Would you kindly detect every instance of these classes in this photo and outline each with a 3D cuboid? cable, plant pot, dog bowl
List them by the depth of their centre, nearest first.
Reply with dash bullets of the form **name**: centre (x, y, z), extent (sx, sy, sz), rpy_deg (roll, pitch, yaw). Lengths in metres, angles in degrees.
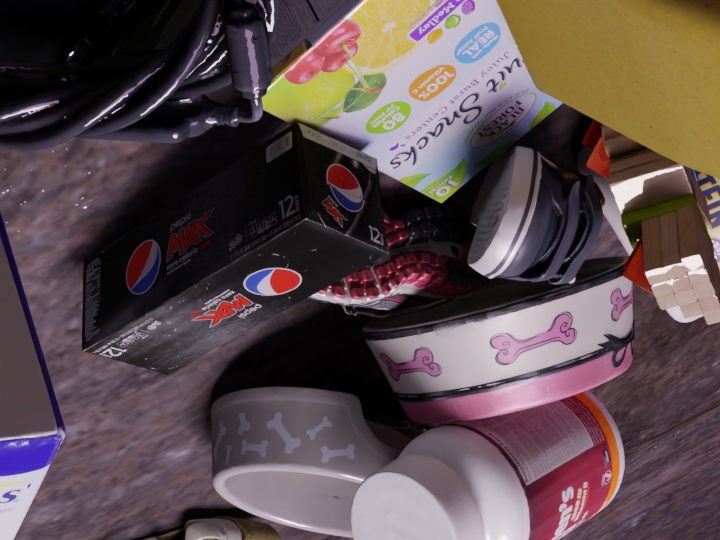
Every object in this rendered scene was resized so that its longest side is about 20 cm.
- **cable**: centre (-0.130, -0.126, 0.594), extent (0.198, 0.051, 0.164), rpy_deg (6, 129, 1)
- **plant pot**: centre (0.200, -0.155, 0.706), extent (0.196, 0.200, 0.194), rpy_deg (-48, 150, -4)
- **dog bowl**: centre (0.104, 0.050, 1.023), extent (0.198, 0.075, 0.200), rpy_deg (-15, -176, 1)
- **dog bowl**: centre (-0.022, 0.152, 1.096), extent (0.198, 0.059, 0.200), rpy_deg (9, 157, 4)

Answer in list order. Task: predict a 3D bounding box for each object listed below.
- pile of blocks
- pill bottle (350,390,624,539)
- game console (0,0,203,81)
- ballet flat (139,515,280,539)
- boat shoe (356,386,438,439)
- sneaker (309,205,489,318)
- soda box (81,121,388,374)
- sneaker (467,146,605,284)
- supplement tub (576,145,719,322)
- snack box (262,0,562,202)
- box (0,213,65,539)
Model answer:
- **pile of blocks**: centre (0.176, -0.058, 0.900), extent (0.062, 0.202, 0.082), rpy_deg (-15, 154, 21)
- **pill bottle**: centre (0.090, 0.151, 1.001), extent (0.199, 0.110, 0.110), rpy_deg (-19, 154, -47)
- **game console**: centre (-0.123, -0.173, 0.658), extent (0.200, 0.116, 0.176), rpy_deg (-49, 173, 35)
- **ballet flat**: centre (-0.159, 0.246, 1.232), extent (0.198, 0.071, 0.071), rpy_deg (-15, 148, -20)
- **boat shoe**: centre (0.042, 0.121, 1.197), extent (0.199, 0.073, 0.065), rpy_deg (18, 103, -41)
- **sneaker**: centre (0.000, 0.000, 0.960), extent (0.199, 0.081, 0.074), rpy_deg (8, 149, -40)
- **soda box**: centre (-0.078, -0.007, 0.846), extent (0.199, 0.064, 0.070), rpy_deg (-28, 146, 36)
- **sneaker**: centre (0.114, -0.032, 0.902), extent (0.200, 0.079, 0.079), rpy_deg (-65, 180, -77)
- **supplement tub**: centre (0.265, -0.074, 0.986), extent (0.199, 0.145, 0.144), rpy_deg (-34, 149, 11)
- **snack box**: centre (0.038, -0.124, 0.822), extent (0.142, 0.053, 0.199), rpy_deg (-38, 149, 20)
- **box**: centre (-0.251, 0.072, 0.767), extent (0.104, 0.185, 0.201), rpy_deg (-2, 142, -33)
